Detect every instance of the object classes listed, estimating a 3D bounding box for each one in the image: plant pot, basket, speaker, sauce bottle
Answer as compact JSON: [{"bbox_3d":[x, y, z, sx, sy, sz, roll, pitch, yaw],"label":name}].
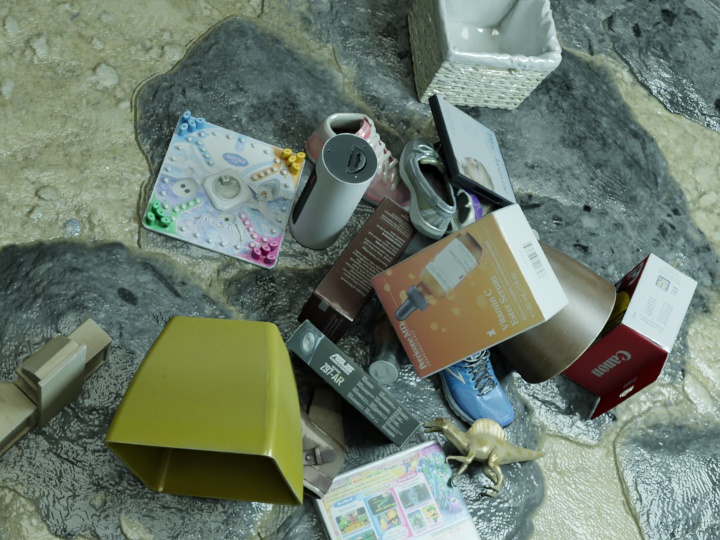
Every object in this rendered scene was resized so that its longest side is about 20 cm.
[{"bbox_3d":[0.223,0.026,1.482,0.200,0.187,0.187,40,60,-10],"label":"plant pot"},{"bbox_3d":[0.193,-0.381,1.697,0.197,0.161,0.201,1,65,-17],"label":"basket"},{"bbox_3d":[-0.040,-0.108,1.471,0.081,0.200,0.082,7,63,-15],"label":"speaker"},{"bbox_3d":[-0.169,0.165,1.271,0.199,0.200,0.177,4,63,10],"label":"plant pot"},{"bbox_3d":[0.051,0.078,1.455,0.066,0.066,0.200,29,38,-3],"label":"sauce bottle"}]

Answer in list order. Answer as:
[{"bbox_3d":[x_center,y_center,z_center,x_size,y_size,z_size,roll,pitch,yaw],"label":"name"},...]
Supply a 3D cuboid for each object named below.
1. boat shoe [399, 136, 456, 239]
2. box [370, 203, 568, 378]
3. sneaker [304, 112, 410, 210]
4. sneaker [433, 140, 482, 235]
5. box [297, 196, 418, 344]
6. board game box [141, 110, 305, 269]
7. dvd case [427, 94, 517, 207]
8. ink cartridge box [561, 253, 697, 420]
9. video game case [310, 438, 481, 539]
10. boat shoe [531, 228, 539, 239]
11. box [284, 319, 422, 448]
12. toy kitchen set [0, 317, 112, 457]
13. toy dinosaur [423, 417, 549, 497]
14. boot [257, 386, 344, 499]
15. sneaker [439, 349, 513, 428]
[{"bbox_3d":[0.104,-0.132,1.530,0.074,0.065,0.203,24,37,-21],"label":"boat shoe"},{"bbox_3d":[0.142,0.027,1.370,0.153,0.199,0.106,62,28,3],"label":"box"},{"bbox_3d":[0.016,-0.167,1.574,0.200,0.105,0.076,30,59,-4],"label":"sneaker"},{"bbox_3d":[0.146,-0.120,1.623,0.083,0.080,0.201,39,36,-48],"label":"sneaker"},{"bbox_3d":[0.000,0.000,1.492,0.075,0.100,0.200,38,61,2],"label":"box"},{"bbox_3d":[-0.195,-0.121,1.528,0.199,0.026,0.201,19,62,-9],"label":"board game box"},{"bbox_3d":[0.176,-0.178,1.611,0.200,0.017,0.143,19,51,-54],"label":"dvd case"},{"bbox_3d":[0.376,0.101,1.508,0.084,0.200,0.176,32,59,-1],"label":"ink cartridge box"},{"bbox_3d":[0.052,0.341,1.395,0.199,0.024,0.183,-16,72,-23],"label":"video game case"},{"bbox_3d":[0.188,0.000,1.590,0.200,0.073,0.063,-40,39,-23],"label":"boat shoe"},{"bbox_3d":[-0.009,0.150,1.384,0.200,0.160,0.044,42,85,5],"label":"box"},{"bbox_3d":[-0.433,0.092,1.273,0.180,0.163,0.200,43,60,5],"label":"toy kitchen set"},{"bbox_3d":[0.182,0.256,1.438,0.199,0.058,0.102,17,66,-15],"label":"toy dinosaur"},{"bbox_3d":[-0.115,0.214,1.371,0.199,0.070,0.147,13,69,3],"label":"boot"},{"bbox_3d":[0.151,0.138,1.483,0.078,0.089,0.200,-32,81,-27],"label":"sneaker"}]
